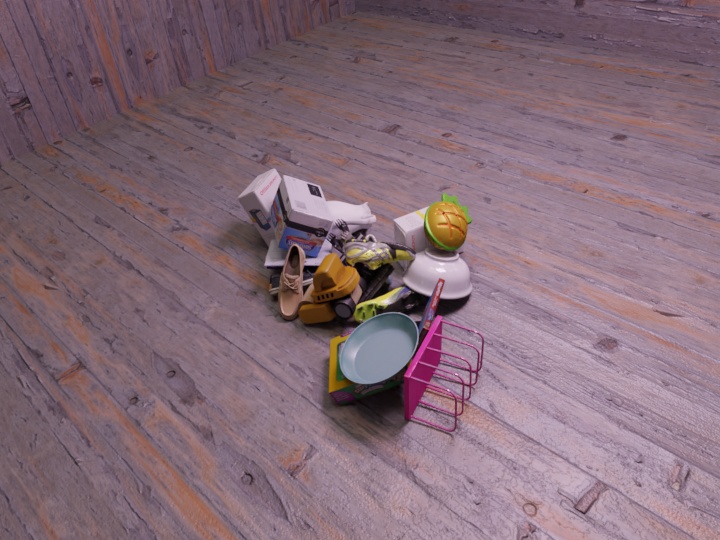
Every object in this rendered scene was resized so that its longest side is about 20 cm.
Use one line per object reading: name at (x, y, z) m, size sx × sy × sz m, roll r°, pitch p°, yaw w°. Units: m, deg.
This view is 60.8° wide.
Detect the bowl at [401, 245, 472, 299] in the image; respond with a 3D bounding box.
bowl at (0.214, -0.007, 1.667) m, size 0.195 × 0.093 × 0.202 m, roll 6°, pitch 24°, yaw -3°

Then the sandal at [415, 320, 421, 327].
sandal at (0.082, 0.160, 1.562) m, size 0.194 × 0.044 × 0.077 m, roll -10°, pitch 36°, yaw -2°

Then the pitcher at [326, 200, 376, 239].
pitcher at (-0.055, -0.157, 1.918) m, size 0.194 × 0.125 × 0.172 m, roll -8°, pitch 10°, yaw -9°

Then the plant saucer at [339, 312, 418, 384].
plant saucer at (0.046, 0.182, 1.385) m, size 0.195 × 0.036 × 0.203 m, roll -20°, pitch 37°, yaw 16°

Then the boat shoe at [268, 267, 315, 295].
boat shoe at (-0.170, 0.022, 1.757) m, size 0.194 × 0.075 × 0.064 m, roll -12°, pitch 77°, yaw 0°

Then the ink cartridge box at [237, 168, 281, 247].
ink cartridge box at (-0.278, -0.196, 1.949) m, size 0.086 × 0.203 × 0.146 m, roll -12°, pitch 31°, yaw 33°

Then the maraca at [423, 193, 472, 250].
maraca at (0.241, -0.134, 1.678) m, size 0.137 × 0.107 × 0.201 m, roll 44°, pitch 47°, yaw -7°

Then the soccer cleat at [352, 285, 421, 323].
soccer cleat at (0.069, 0.093, 1.651) m, size 0.195 × 0.066 × 0.084 m, roll -18°, pitch 15°, yaw -8°

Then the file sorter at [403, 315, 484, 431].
file sorter at (0.191, 0.233, 1.373) m, size 0.123 × 0.142 × 0.201 m, roll 15°, pitch 43°, yaw 23°

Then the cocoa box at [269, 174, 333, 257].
cocoa box at (-0.178, -0.159, 1.795) m, size 0.130 × 0.133 × 0.202 m, roll 13°, pitch 31°, yaw -26°

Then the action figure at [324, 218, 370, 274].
action figure at (-0.042, -0.051, 1.724) m, size 0.120 × 0.101 × 0.202 m, roll -50°, pitch 41°, yaw 18°

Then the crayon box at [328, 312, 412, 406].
crayon box at (0.023, 0.209, 1.456) m, size 0.196 × 0.059 × 0.175 m, roll -22°, pitch 36°, yaw 15°

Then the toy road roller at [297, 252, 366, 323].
toy road roller at (-0.090, 0.042, 1.626) m, size 0.196 × 0.148 × 0.124 m, roll -13°, pitch 30°, yaw 32°

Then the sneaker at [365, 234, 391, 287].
sneaker at (0.039, -0.031, 1.783) m, size 0.073 × 0.088 × 0.202 m, roll -11°, pitch 39°, yaw -8°

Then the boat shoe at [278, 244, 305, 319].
boat shoe at (-0.192, 0.030, 1.685) m, size 0.069 × 0.065 × 0.206 m, roll 3°, pitch 79°, yaw 2°

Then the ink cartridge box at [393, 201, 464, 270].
ink cartridge box at (0.199, -0.101, 1.791) m, size 0.196 × 0.148 × 0.084 m, roll -21°, pitch 38°, yaw -17°

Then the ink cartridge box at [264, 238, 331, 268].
ink cartridge box at (-0.181, -0.039, 1.827) m, size 0.190 × 0.044 × 0.201 m, roll 0°, pitch 26°, yaw -1°

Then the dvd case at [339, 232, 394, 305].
dvd case at (0.000, 0.000, 1.741) m, size 0.150 × 0.016 × 0.200 m, roll -50°, pitch 43°, yaw 7°

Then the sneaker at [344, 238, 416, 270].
sneaker at (0.052, -0.039, 1.650) m, size 0.194 × 0.079 × 0.075 m, roll 4°, pitch -2°, yaw -1°

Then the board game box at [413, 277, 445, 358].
board game box at (0.165, 0.116, 1.506) m, size 0.019 × 0.104 × 0.201 m, roll 24°, pitch 39°, yaw 3°
